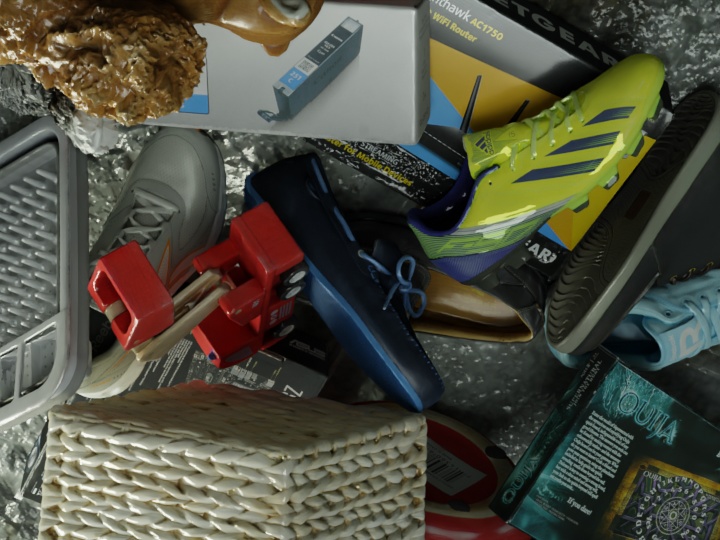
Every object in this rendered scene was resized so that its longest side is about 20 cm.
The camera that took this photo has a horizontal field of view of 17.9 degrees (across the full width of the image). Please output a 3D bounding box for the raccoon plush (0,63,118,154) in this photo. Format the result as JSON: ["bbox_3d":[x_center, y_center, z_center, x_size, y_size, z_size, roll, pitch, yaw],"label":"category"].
[{"bbox_3d":[-0.235,-0.141,1.407,0.133,0.200,0.098,1,108,-25],"label":"raccoon plush"}]

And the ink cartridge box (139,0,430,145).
[{"bbox_3d":[-0.057,-0.174,1.433,0.198,0.045,0.178,5,116,11],"label":"ink cartridge box"}]

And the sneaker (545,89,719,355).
[{"bbox_3d":[0.215,-0.010,1.527,0.106,0.075,0.201,34,95,-24],"label":"sneaker"}]

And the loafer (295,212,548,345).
[{"bbox_3d":[0.032,0.010,1.567,0.198,0.073,0.073,3,124,-1],"label":"loafer"}]

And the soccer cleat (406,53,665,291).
[{"bbox_3d":[0.111,-0.072,1.458,0.084,0.065,0.200,40,113,-13],"label":"soccer cleat"}]

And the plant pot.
[{"bbox_3d":[0.016,0.207,1.620,0.199,0.201,0.184,14,117,-9],"label":"plant pot"}]

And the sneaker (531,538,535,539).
[{"bbox_3d":[0.180,0.189,1.687,0.199,0.075,0.081,-23,129,15],"label":"sneaker"}]

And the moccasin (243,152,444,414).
[{"bbox_3d":[0.000,0.000,1.507,0.068,0.201,0.081,-32,166,-15],"label":"moccasin"}]

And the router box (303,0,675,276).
[{"bbox_3d":[0.083,-0.105,1.505,0.199,0.051,0.150,27,119,-15],"label":"router box"}]

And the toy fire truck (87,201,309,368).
[{"bbox_3d":[-0.105,0.022,1.476,0.140,0.049,0.200,-30,163,-18],"label":"toy fire truck"}]

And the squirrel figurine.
[{"bbox_3d":[-0.120,-0.171,1.355,0.186,0.141,0.201,29,74,-11],"label":"squirrel figurine"}]

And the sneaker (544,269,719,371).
[{"bbox_3d":[0.225,0.038,1.580,0.198,0.082,0.074,-11,123,7],"label":"sneaker"}]

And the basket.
[{"bbox_3d":[-0.078,0.168,1.450,0.199,0.198,0.162,8,97,29],"label":"basket"}]

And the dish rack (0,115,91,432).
[{"bbox_3d":[-0.229,0.015,1.496,0.043,0.202,0.171,18,148,-40],"label":"dish rack"}]

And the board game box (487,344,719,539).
[{"bbox_3d":[0.195,0.151,1.585,0.200,0.028,0.136,33,92,-37],"label":"board game box"}]

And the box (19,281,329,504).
[{"bbox_3d":[-0.135,0.108,1.647,0.159,0.044,0.201,22,120,-14],"label":"box"}]

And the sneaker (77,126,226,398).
[{"bbox_3d":[-0.150,-0.003,1.515,0.075,0.092,0.201,23,96,8],"label":"sneaker"}]
